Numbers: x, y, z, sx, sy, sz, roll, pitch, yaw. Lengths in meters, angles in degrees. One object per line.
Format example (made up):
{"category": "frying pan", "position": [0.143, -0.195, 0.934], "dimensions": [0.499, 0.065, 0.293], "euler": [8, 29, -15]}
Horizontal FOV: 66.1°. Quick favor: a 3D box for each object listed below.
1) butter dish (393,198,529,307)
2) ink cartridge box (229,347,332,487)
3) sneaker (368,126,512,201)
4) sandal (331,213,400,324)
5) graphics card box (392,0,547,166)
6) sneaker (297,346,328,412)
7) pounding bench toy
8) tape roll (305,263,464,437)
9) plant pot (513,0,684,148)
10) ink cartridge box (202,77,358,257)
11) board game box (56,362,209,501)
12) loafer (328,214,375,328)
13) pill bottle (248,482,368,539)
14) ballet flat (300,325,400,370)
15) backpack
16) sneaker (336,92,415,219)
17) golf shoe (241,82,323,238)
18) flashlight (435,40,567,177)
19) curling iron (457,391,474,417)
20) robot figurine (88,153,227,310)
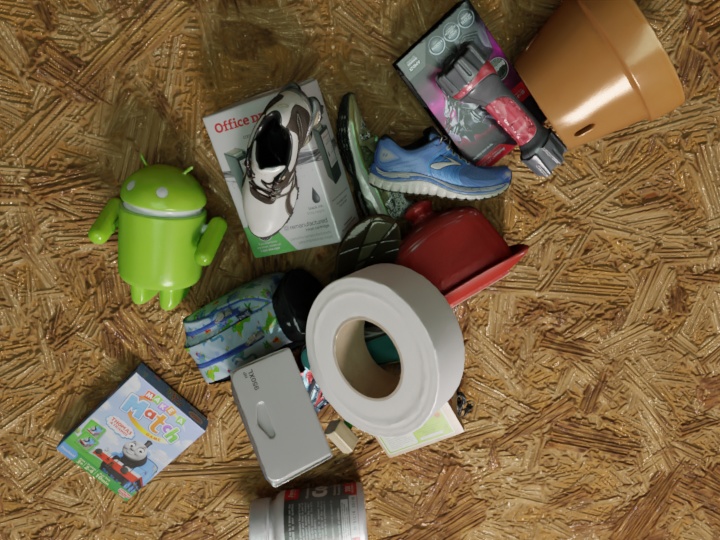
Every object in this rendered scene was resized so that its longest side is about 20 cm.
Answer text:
{"category": "butter dish", "position": [0.113, -0.030, 0.785], "dimensions": [0.197, 0.200, 0.150], "euler": [-30, 88, 7]}
{"category": "ink cartridge box", "position": [-0.114, 0.200, 0.748], "dimensions": [0.083, 0.200, 0.147], "euler": [-21, 79, -18]}
{"category": "sneaker", "position": [0.111, -0.143, 0.735], "dimensions": [0.196, 0.079, 0.091], "euler": [4, 103, -12]}
{"category": "sandal", "position": [0.000, 0.000, 0.764], "dimensions": [0.080, 0.055, 0.202], "euler": [2, 133, -11]}
{"category": "graphics card box", "position": [0.151, -0.246, 0.765], "dimensions": [0.125, 0.051, 0.201], "euler": [-38, 107, 9]}
{"category": "sneaker", "position": [-0.064, 0.196, 0.891], "dimensions": [0.094, 0.080, 0.204], "euler": [12, 109, -10]}
{"category": "pounding bench toy", "position": [0.043, 0.181, 0.856], "dimensions": [0.197, 0.157, 0.125], "euler": [-26, 111, 19]}
{"category": "tape roll", "position": [0.025, 0.098, 0.687], "dimensions": [0.200, 0.070, 0.207], "euler": [13, 112, 34]}
{"category": "plant pot", "position": [0.292, -0.254, 0.709], "dimensions": [0.139, 0.201, 0.200], "euler": [-34, 110, 26]}
{"category": "ink cartridge box", "position": [-0.104, -0.134, 0.745], "dimensions": [0.143, 0.084, 0.203], "euler": [-9, 112, 24]}
{"category": "board game box", "position": [-0.375, 0.270, 0.916], "dimensions": [0.199, 0.037, 0.151], "euler": [-42, 107, 9]}
{"category": "loafer", "position": [-0.014, 0.017, 0.832], "dimensions": [0.068, 0.075, 0.204], "euler": [-6, 110, -7]}
{"category": "pill bottle", "position": [-0.088, 0.436, 0.955], "dimensions": [0.196, 0.114, 0.116], "euler": [-5, 110, -2]}
{"category": "ballet flat", "position": [0.006, 0.111, 0.807], "dimensions": [0.197, 0.070, 0.070], "euler": [-15, 112, 28]}
{"category": "backpack", "position": [-0.161, 0.082, 0.813], "dimensions": [0.199, 0.163, 0.154], "euler": [-41, 99, 17]}
{"category": "sneaker", "position": [0.025, -0.157, 0.785], "dimensions": [0.087, 0.077, 0.203], "euler": [-23, 115, -10]}
{"category": "golf shoe", "position": [-0.111, -0.117, 0.652], "dimensions": [0.077, 0.095, 0.202], "euler": [24, 122, 6]}
{"category": "flashlight", "position": [0.186, -0.203, 0.721], "dimensions": [0.199, 0.068, 0.068], "euler": [41, 101, -16]}
{"category": "curling iron", "position": [0.155, 0.154, 0.917], "dimensions": [0.049, 0.025, 0.204], "euler": [1, 110, 35]}
{"category": "robot figurine", "position": [-0.274, -0.052, 0.767], "dimensions": [0.172, 0.116, 0.204], "euler": [12, 109, 5]}
